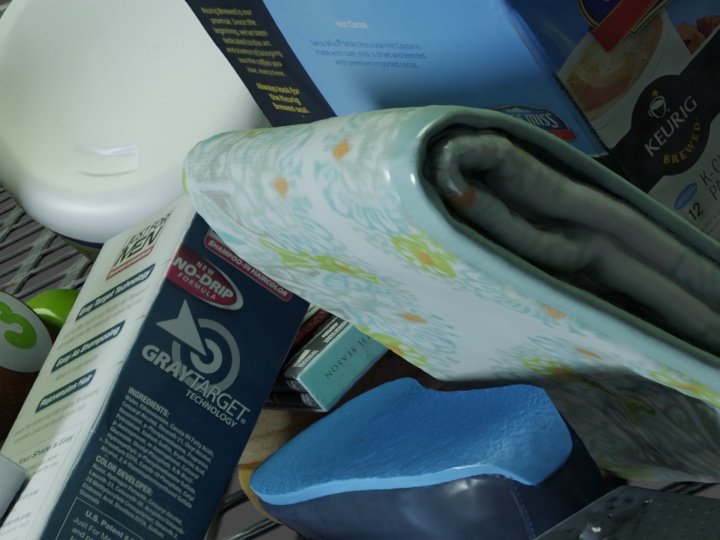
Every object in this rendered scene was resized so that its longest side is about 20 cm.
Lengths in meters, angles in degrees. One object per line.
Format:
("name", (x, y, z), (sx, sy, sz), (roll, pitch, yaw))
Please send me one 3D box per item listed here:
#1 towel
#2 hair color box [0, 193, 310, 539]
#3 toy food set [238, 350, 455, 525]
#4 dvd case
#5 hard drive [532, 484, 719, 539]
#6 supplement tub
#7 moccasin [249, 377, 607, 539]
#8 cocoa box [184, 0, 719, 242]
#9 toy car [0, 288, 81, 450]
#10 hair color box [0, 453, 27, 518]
("towel", (0.055, 0.011, 0.970), (0.171, 0.200, 0.048), (-6, 55, 61))
("hair color box", (-0.091, 0.071, 1.110), (0.100, 0.060, 0.200), (-27, 34, 56))
("toy food set", (0.020, 0.036, 1.266), (0.198, 0.049, 0.200), (-31, 11, -15))
("dvd case", (0.000, 0.000, 1.199), (0.146, 0.022, 0.200), (-44, 13, -15))
("hard drive", (0.033, 0.130, 0.842), (0.200, 0.042, 0.135), (-32, 12, -20))
("supplement tub", (-0.067, -0.054, 1.341), (0.144, 0.145, 0.200), (-25, -26, 11))
("moccasin", (0.020, 0.084, 1.019), (0.080, 0.068, 0.200), (-39, 13, -16))
("cocoa box", (0.057, -0.094, 1.054), (0.133, 0.131, 0.200), (-47, 28, -22))
("toy car", (-0.208, -0.005, 1.219), (0.157, 0.201, 0.164), (-7, 16, 27))
("hair color box", (-0.216, 0.130, 1.070), (0.200, 0.099, 0.061), (-60, 19, -11))
